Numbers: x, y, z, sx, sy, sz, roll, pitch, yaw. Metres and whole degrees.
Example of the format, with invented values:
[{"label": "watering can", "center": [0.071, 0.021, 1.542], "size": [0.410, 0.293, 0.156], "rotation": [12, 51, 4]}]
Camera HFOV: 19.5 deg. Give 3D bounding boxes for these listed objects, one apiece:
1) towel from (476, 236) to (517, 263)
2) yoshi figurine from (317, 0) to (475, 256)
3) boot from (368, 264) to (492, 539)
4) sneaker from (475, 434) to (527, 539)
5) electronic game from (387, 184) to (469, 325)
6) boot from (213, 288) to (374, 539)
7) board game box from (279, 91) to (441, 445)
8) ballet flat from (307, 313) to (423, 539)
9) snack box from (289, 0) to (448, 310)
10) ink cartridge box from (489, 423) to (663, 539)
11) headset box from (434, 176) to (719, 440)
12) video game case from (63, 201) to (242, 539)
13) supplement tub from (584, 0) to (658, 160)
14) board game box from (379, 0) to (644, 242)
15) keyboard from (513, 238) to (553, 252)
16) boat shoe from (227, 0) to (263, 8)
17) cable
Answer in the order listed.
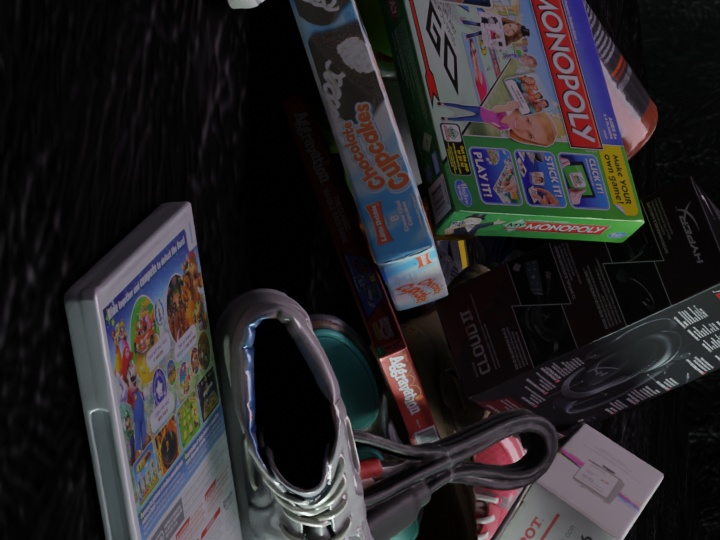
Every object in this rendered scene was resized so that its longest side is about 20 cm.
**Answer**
[{"label": "towel", "center": [0.071, -0.121, 1.394], "size": [0.201, 0.024, 0.145], "rotation": [62, -31, 35]}, {"label": "yoshi figurine", "center": [0.027, -0.112, 1.331], "size": [0.112, 0.111, 0.201], "rotation": [-30, 109, -64]}, {"label": "boot", "center": [0.067, 0.112, 1.433], "size": [0.155, 0.072, 0.201], "rotation": [-39, 121, -52]}, {"label": "sneaker", "center": [0.080, 0.201, 1.503], "size": [0.087, 0.073, 0.202], "rotation": [-34, 130, -65]}, {"label": "electronic game", "center": [0.057, 0.024, 1.547], "size": [0.200, 0.041, 0.202], "rotation": [-3, 90, -77]}, {"label": "boot", "center": [-0.033, 0.110, 1.046], "size": [0.096, 0.073, 0.201], "rotation": [-154, -132, -85]}, {"label": "board game box", "center": [0.000, 0.000, 1.213], "size": [0.103, 0.019, 0.201], "rotation": [71, -1, -52]}, {"label": "ballet flat", "center": [-0.014, 0.082, 1.207], "size": [0.073, 0.073, 0.201], "rotation": [-80, 157, -43]}, {"label": "snack box", "center": [0.001, -0.085, 1.214], "size": [0.116, 0.037, 0.201], "rotation": [64, 8, -75]}, {"label": "ink cartridge box", "center": [0.115, 0.177, 1.289], "size": [0.117, 0.067, 0.200], "rotation": [-60, 169, 17]}, {"label": "headset box", "center": [0.151, 0.035, 1.331], "size": [0.149, 0.199, 0.078], "rotation": [32, 36, -60]}, {"label": "video game case", "center": [-0.091, 0.084, 0.975], "size": [0.143, 0.018, 0.201], "rotation": [-54, 139, -68]}, {"label": "supplement tub", "center": [0.118, -0.158, 1.481], "size": [0.200, 0.107, 0.107], "rotation": [54, 25, -17]}, {"label": "board game box", "center": [0.086, -0.113, 1.258], "size": [0.029, 0.134, 0.201], "rotation": [-47, -131, 51]}, {"label": "keyboard", "center": [0.095, -0.070, 1.404], "size": [0.200, 0.039, 0.105], "rotation": [18, -84, 62]}, {"label": "boat shoe", "center": [-0.036, -0.215, 1.169], "size": [0.200, 0.068, 0.072], "rotation": [-75, 157, -53]}, {"label": "cable", "center": [0.023, 0.109, 1.163], "size": [0.199, 0.050, 0.098], "rotation": [-28, 116, -35]}]
